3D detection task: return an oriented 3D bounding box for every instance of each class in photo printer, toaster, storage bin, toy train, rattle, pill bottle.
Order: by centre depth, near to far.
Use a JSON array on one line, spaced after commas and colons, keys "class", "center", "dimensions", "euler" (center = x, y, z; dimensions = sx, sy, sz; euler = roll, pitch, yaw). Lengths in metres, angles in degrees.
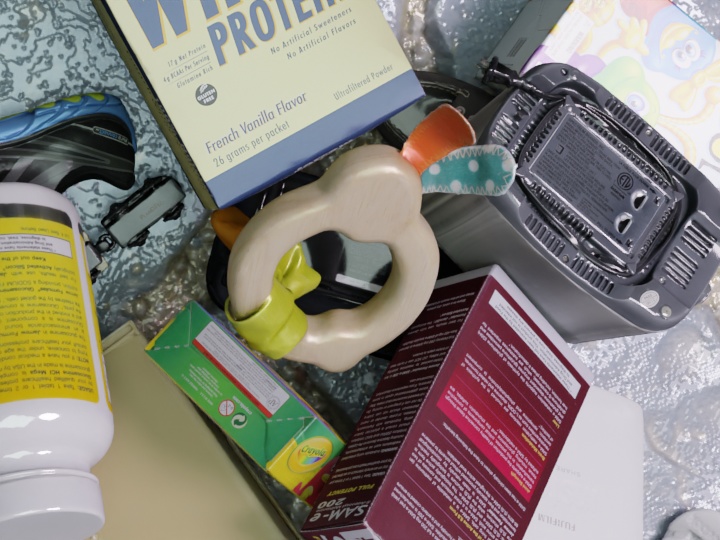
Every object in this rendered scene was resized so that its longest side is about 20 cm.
[{"class": "pill bottle", "center": [-0.206, 0.059, 1.084], "dimensions": [0.112, 0.113, 0.201], "euler": [-9, 67, -9]}, {"class": "rattle", "center": [-0.001, -0.047, 1.105], "dimensions": [0.130, 0.143, 0.200], "euler": [26, 117, -11]}, {"class": "toaster", "center": [0.119, -0.039, 1.138], "dimensions": [0.200, 0.129, 0.114], "euler": [38, 67, -10]}, {"class": "storage bin", "center": [-0.155, 0.172, 1.156], "dimensions": [0.198, 0.094, 0.200], "euler": [-36, 75, -3]}, {"class": "toy train", "center": [-0.197, 0.004, 1.192], "dimensions": [0.200, 0.046, 0.034], "euler": [-38, 103, -5]}, {"class": "photo printer", "center": [0.106, 0.163, 1.200], "dimensions": [0.166, 0.069, 0.201], "euler": [20, 59, -24]}]

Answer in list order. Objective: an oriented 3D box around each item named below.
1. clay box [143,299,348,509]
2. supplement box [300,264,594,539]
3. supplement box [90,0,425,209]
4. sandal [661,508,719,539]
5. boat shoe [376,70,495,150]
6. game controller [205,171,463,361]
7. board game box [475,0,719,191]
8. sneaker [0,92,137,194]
[{"class": "clay box", "center": [-0.047, 0.100, 1.146], "dimensions": [0.048, 0.200, 0.115], "euler": [-47, 63, -3]}, {"class": "supplement box", "center": [0.056, 0.107, 1.101], "dimensions": [0.109, 0.061, 0.200], "euler": [48, 51, -23]}, {"class": "supplement box", "center": [-0.078, -0.153, 1.103], "dimensions": [0.134, 0.200, 0.200], "euler": [-29, 95, -5]}, {"class": "sandal", "center": [0.226, 0.268, 1.302], "dimensions": [0.050, 0.082, 0.203], "euler": [20, 92, -56]}, {"class": "boat shoe", "center": [0.097, -0.073, 1.230], "dimensions": [0.200, 0.057, 0.067], "euler": [30, 91, -13]}, {"class": "game controller", "center": [0.000, 0.000, 1.237], "dimensions": [0.199, 0.042, 0.105], "euler": [16, 80, -13]}, {"class": "board game box", "center": [0.194, -0.108, 1.220], "dimensions": [0.200, 0.105, 0.103], "euler": [36, 89, -14]}, {"class": "sneaker", "center": [-0.233, -0.049, 1.164], "dimensions": [0.199, 0.071, 0.083], "euler": [-20, 95, -10]}]
